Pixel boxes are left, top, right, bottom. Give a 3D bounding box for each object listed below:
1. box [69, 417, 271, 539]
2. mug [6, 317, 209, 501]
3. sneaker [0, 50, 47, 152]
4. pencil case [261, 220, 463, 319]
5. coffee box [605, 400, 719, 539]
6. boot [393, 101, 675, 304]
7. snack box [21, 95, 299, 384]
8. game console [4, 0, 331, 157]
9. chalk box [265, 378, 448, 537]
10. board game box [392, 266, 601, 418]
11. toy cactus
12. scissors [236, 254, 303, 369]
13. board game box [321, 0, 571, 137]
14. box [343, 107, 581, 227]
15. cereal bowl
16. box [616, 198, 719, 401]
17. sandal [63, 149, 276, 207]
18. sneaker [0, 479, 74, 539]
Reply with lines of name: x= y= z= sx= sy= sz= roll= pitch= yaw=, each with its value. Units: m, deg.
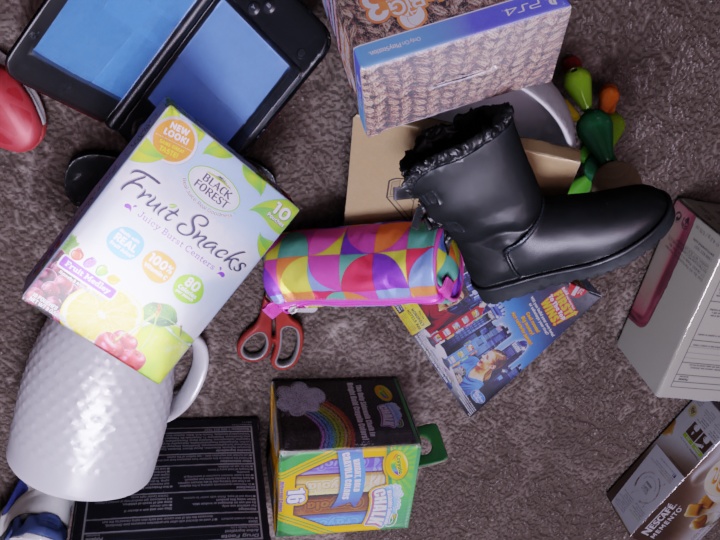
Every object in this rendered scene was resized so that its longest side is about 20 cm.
box: x=-0.202 y=0.270 z=0.884 sx=0.197 sy=0.199 sz=0.125 roll=1 pitch=119 yaw=-12
mug: x=-0.239 y=0.110 z=0.830 sx=0.199 sy=0.147 sz=0.178 roll=2 pitch=111 yaw=-48
sneaker: x=-0.340 y=-0.159 z=0.656 sx=0.078 sy=0.116 sz=0.200 roll=-36 pitch=120 yaw=9
pencil case: x=0.000 y=0.000 z=0.799 sx=0.197 sy=0.089 sz=0.089 roll=-7 pitch=126 yaw=26
coffee box: x=0.441 y=0.273 z=1.096 sx=0.113 sy=0.080 sz=0.201 roll=27 pitch=110 yaw=-24
boot: x=0.139 y=-0.065 z=0.677 sx=0.196 sy=0.074 sz=0.163 roll=-22 pitch=122 yaw=24
snack box: x=-0.169 y=-0.022 z=0.702 sx=0.142 sy=0.053 sz=0.201 roll=38 pitch=96 yaw=-26
game console: x=-0.154 y=-0.178 z=0.678 sx=0.172 sy=0.119 sz=0.200 roll=45 pitch=106 yaw=6
chalk box: x=-0.003 y=0.208 z=0.936 sx=0.197 sy=0.125 sz=0.126 roll=1 pitch=119 yaw=-12
board game box: x=0.151 y=0.032 z=0.906 sx=0.198 sy=0.062 sz=0.201 roll=-32 pitch=120 yaw=5
toy cactus: x=0.228 y=-0.095 z=0.794 sx=0.101 sy=0.166 sz=0.203 roll=-8 pitch=114 yaw=4
scissors: x=-0.086 y=0.024 z=0.871 sx=0.072 sy=0.014 sz=0.202 roll=7 pitch=121 yaw=-11
board game box: x=0.049 y=-0.234 z=0.643 sx=0.157 sy=0.202 sz=0.097 roll=-17 pitch=161 yaw=-2
box: x=0.085 y=-0.070 z=0.765 sx=0.197 sy=0.021 sz=0.164 roll=12 pitch=143 yaw=3
cereal bowl: x=0.104 y=-0.130 z=0.768 sx=0.197 sy=0.084 sz=0.201 roll=10 pitch=144 yaw=8
box: x=0.399 y=0.036 z=0.935 sx=0.126 sy=0.109 sz=0.202 roll=6 pitch=118 yaw=-16
sandal: x=-0.178 y=-0.071 z=0.781 sx=0.197 sy=0.048 sz=0.076 roll=0 pitch=120 yaw=-13
sneaker: x=-0.364 y=0.272 z=0.921 sx=0.080 sy=0.116 sz=0.199 roll=35 pitch=137 yaw=-25
